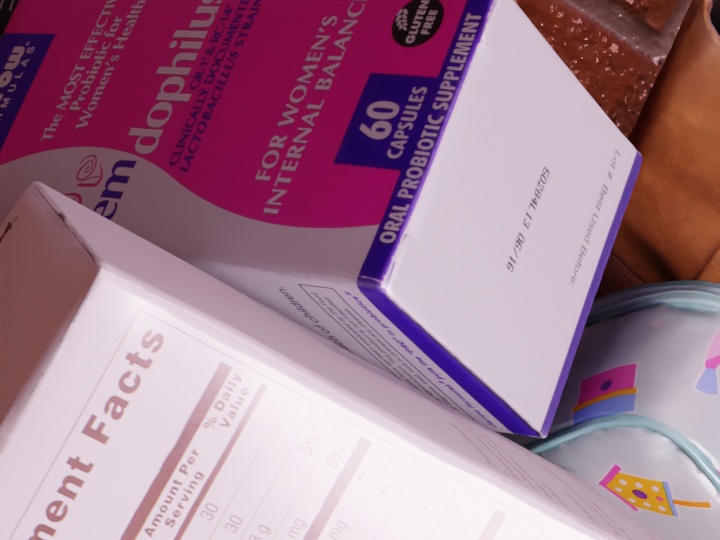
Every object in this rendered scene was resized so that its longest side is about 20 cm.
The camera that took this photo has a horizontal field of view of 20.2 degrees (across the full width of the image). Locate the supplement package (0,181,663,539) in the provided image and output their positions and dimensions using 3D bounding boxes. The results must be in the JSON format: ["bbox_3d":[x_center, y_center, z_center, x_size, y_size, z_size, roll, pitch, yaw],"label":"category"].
[{"bbox_3d":[-0.023,0.080,0.536,0.199,0.118,0.117,30,3,-20],"label":"supplement package"}]

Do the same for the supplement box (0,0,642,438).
[{"bbox_3d":[-0.029,-0.024,0.646,0.199,0.102,0.103,5,-25,39],"label":"supplement box"}]

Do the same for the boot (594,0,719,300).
[{"bbox_3d":[0.159,-0.002,0.688,0.187,0.069,0.200,27,-40,-4],"label":"boot"}]

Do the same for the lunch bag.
[{"bbox_3d":[0.115,0.091,0.693,0.200,0.077,0.160,40,-34,-20],"label":"lunch bag"}]

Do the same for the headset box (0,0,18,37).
[{"bbox_3d":[-0.098,-0.043,0.907,0.198,0.175,0.093,20,4,-9],"label":"headset box"}]
